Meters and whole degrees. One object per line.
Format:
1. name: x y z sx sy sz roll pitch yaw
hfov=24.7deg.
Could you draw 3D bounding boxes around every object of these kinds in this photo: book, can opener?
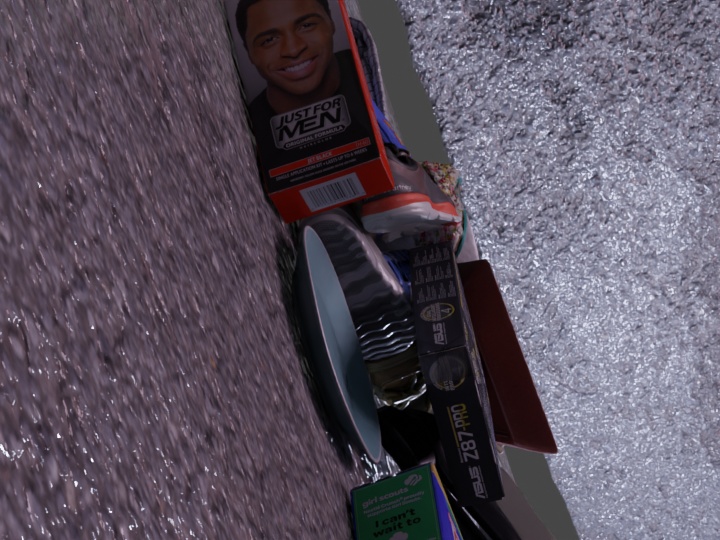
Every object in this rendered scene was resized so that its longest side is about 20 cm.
1. book: 0.150 0.307 1.581 0.134 0.048 0.201 -125 -154 -51
2. can opener: 0.080 0.206 1.521 0.078 0.064 0.200 -17 59 -45

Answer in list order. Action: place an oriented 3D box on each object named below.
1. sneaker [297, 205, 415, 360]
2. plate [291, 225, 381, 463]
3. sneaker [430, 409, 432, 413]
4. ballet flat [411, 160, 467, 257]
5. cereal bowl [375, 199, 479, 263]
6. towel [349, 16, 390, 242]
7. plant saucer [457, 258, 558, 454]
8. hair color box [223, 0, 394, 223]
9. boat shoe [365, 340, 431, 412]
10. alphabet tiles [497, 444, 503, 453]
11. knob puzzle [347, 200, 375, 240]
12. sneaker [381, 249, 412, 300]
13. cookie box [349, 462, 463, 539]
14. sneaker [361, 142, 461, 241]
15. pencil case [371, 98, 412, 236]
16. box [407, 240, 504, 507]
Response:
1. sneaker: 0.000 0.000 1.484 0.082 0.074 0.201 -100 170 -46
2. plate: -0.024 0.062 1.343 0.200 0.025 0.201 -17 90 -83
3. sneaker: 0.085 0.158 1.811 0.074 0.080 0.201 -87 157 -67
4. ballet flat: 0.069 -0.059 1.668 0.200 0.064 0.076 -87 -160 -70
5. cereal bowl: 0.057 -0.010 1.853 0.200 0.083 0.201 168 -90 -71
6. towel: -0.010 -0.145 1.761 0.166 0.085 0.201 77 4 -63
7. plant saucer: 0.119 0.092 1.657 0.200 0.037 0.201 170 -101 -77
8. hair color box: -0.045 -0.151 1.385 0.061 0.101 0.201 61 13 -63
9. boat shoe: 0.050 0.110 1.643 0.200 0.073 0.063 44 26 -79
10. alphabet tiles: 0.089 0.119 1.839 0.200 0.006 0.166 54 -8 -30
11. knob puzzle: -0.040 -0.096 1.550 0.220 0.030 0.220 62 -7 14
12. sneaker: 0.026 0.005 1.626 0.076 0.077 0.200 58 1 5
13. cookie box: 0.056 0.275 1.233 0.200 0.075 0.172 -99 169 -57
14. sneaker: 0.042 -0.076 1.482 0.200 0.077 0.082 21 55 -80
15. pencil case: -0.005 -0.134 1.615 0.201 0.078 0.087 61 -29 22
16. box: 0.085 0.089 1.476 0.200 0.049 0.162 -92 170 -62
